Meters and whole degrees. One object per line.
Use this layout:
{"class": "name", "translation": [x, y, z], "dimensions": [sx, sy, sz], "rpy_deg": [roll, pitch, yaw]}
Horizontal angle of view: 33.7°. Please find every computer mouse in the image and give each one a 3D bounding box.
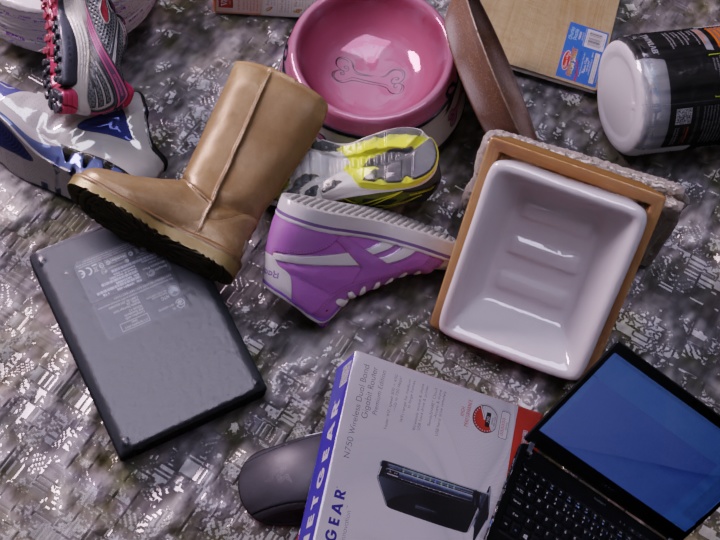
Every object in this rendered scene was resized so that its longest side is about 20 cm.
{"class": "computer mouse", "translation": [-0.007, 0.144, 1.025], "dimensions": [0.199, 0.046, 0.141], "rpy_deg": [-1, 63, -8]}

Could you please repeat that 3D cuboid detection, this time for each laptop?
{"class": "laptop", "translation": [0.213, 0.197, 0.955], "dimensions": [0.177, 0.103, 0.201], "rpy_deg": [35, 59, -13]}

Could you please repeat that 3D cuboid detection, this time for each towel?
{"class": "towel", "translation": [0.200, -0.068, 1.123], "dimensions": [0.199, 0.133, 0.035], "rpy_deg": [19, 63, 4]}

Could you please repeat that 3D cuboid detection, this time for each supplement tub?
{"class": "supplement tub", "translation": [0.354, -0.188, 1.216], "dimensions": [0.199, 0.123, 0.123], "rpy_deg": [-7, 61, -11]}

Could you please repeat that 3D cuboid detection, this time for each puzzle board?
{"class": "puzzle board", "translation": [0.208, -0.291, 1.321], "dimensions": [0.150, 0.017, 0.201], "rpy_deg": [18, 60, 2]}

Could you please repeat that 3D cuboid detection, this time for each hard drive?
{"class": "hard drive", "translation": [-0.188, 0.049, 1.051], "dimensions": [0.139, 0.033, 0.201], "rpy_deg": [-23, 74, -19]}

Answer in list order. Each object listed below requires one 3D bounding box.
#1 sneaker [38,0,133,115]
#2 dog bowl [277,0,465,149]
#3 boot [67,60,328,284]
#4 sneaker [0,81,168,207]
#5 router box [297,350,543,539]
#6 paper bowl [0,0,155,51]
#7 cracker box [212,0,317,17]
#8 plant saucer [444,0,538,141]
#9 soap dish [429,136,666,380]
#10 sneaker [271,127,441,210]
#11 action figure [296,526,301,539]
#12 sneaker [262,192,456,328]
{"class": "sneaker", "translation": [-0.255, -0.243, 1.102], "dimensions": [0.074, 0.080, 0.201], "rpy_deg": [-2, 90, -29]}
{"class": "dog bowl", "translation": [0.011, -0.202, 1.200], "dimensions": [0.199, 0.074, 0.201], "rpy_deg": [0, 66, -1]}
{"class": "boot", "translation": [-0.144, -0.107, 1.075], "dimensions": [0.175, 0.066, 0.201], "rpy_deg": [29, 65, -12]}
{"class": "sneaker", "translation": [-0.266, -0.131, 1.144], "dimensions": [0.199, 0.081, 0.115], "rpy_deg": [33, 58, 4]}
{"class": "router box", "translation": [0.049, 0.190, 0.972], "dimensions": [0.179, 0.049, 0.201], "rpy_deg": [19, 63, -14]}
{"class": "paper bowl", "translation": [-0.305, -0.308, 1.219], "dimensions": [0.199, 0.105, 0.202], "rpy_deg": [3, 59, -5]}
{"class": "cracker box", "translation": [-0.060, -0.343, 1.295], "dimensions": [0.199, 0.058, 0.135], "rpy_deg": [1, 60, -5]}
{"class": "plant saucer", "translation": [0.127, -0.186, 1.167], "dimensions": [0.036, 0.200, 0.201], "rpy_deg": [-22, 61, 16]}
{"class": "soap dish", "translation": [0.164, -0.013, 1.060], "dimensions": [0.157, 0.201, 0.081], "rpy_deg": [19, 31, 6]}
{"class": "sneaker", "translation": [-0.015, -0.084, 1.145], "dimensions": [0.199, 0.085, 0.075], "rpy_deg": [-1, 68, 18]}
{"class": "action figure", "translation": [-0.082, 0.284, 0.939], "dimensions": [0.065, 0.052, 0.200], "rpy_deg": [24, 58, 12]}
{"class": "sneaker", "translation": [0.000, 0.000, 1.107], "dimensions": [0.199, 0.115, 0.073], "rpy_deg": [10, 13, -26]}
